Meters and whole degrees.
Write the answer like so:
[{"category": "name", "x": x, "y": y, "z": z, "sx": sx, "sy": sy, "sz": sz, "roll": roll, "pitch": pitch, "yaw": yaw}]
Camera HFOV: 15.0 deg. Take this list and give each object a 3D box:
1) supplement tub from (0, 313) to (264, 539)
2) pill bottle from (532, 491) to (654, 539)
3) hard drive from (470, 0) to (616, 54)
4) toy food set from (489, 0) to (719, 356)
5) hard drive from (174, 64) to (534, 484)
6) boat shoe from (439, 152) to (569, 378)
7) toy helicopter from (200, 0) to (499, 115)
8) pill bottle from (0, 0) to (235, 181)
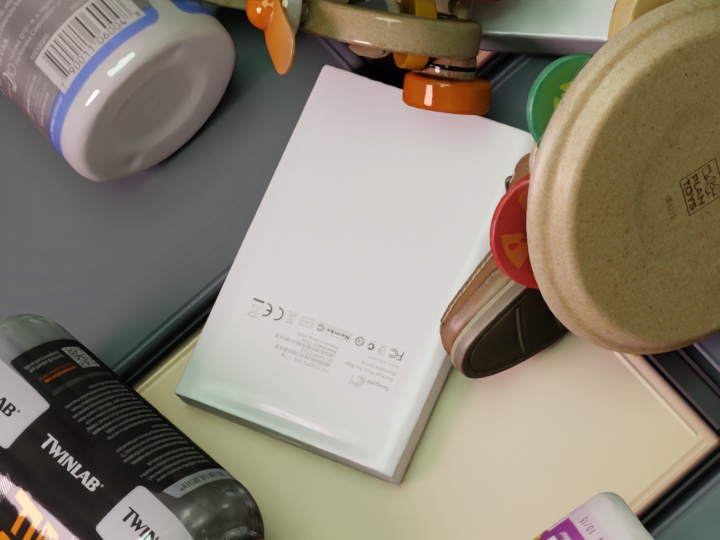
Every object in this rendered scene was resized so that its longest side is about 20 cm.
[{"category": "supplement tub", "x": -0.136, "y": 0.125, "z": 1.407, "sx": 0.200, "sy": 0.123, "sz": 0.123, "roll": 39, "pitch": 83, "yaw": 23}, {"category": "pill bottle", "x": 0.073, "y": 0.206, "z": 1.335, "sx": 0.200, "sy": 0.112, "sz": 0.112, "roll": -36, "pitch": 67, "yaw": -1}, {"category": "hard drive", "x": 0.139, "y": -0.214, "z": 1.504, "sx": 0.132, "sy": 0.026, "sz": 0.200, "roll": 4, "pitch": 73, "yaw": 15}, {"category": "toy food set", "x": 0.156, "y": -0.050, "z": 1.372, "sx": 0.198, "sy": 0.200, "sz": 0.049, "roll": -46, "pitch": 40, "yaw": -8}, {"category": "hard drive", "x": 0.000, "y": 0.000, "z": 1.470, "sx": 0.132, "sy": 0.026, "sz": 0.200, "roll": 20, "pitch": 77, "yaw": 19}, {"category": "boat shoe", "x": 0.107, "y": -0.027, "z": 1.437, "sx": 0.200, "sy": 0.072, "sz": 0.068, "roll": -42, "pitch": 63, "yaw": -13}, {"category": "toy helicopter", "x": -0.026, "y": -0.137, "z": 1.467, "sx": 0.200, "sy": 0.132, "sz": 0.079, "roll": 19, "pitch": 106, "yaw": 46}, {"category": "pill bottle", "x": -0.172, "y": -0.153, "z": 1.518, "sx": 0.114, "sy": 0.114, "sz": 0.200, "roll": -42, "pitch": 67, "yaw": -3}]
